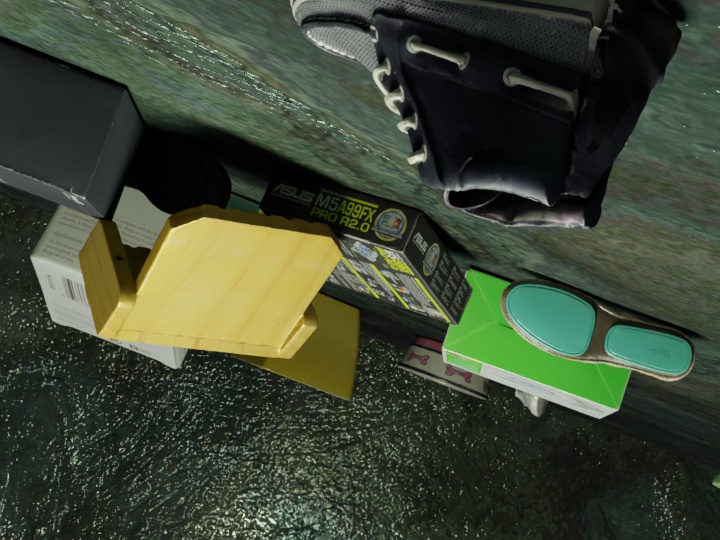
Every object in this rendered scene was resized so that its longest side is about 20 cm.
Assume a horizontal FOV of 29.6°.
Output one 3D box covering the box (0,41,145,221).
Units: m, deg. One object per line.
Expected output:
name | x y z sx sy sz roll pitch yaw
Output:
box | -0.303 -0.131 1.242 0.180 0.105 0.200 21 175 -3

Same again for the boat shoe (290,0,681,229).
boat shoe | 0.031 -0.076 0.573 0.199 0.094 0.074 15 172 46

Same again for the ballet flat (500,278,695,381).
ballet flat | 0.230 0.062 1.344 0.198 0.069 0.067 22 -178 3

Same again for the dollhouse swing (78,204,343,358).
dollhouse swing | -0.137 -0.024 1.283 0.198 0.177 0.182 8 -147 -27

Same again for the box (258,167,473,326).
box | 0.010 -0.020 1.327 0.159 0.045 0.200 18 165 26

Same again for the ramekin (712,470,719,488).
ramekin | 0.636 0.307 2.032 0.198 0.099 0.200 20 174 2

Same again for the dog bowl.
dog bowl | 0.181 0.198 2.815 0.198 0.074 0.200 21 175 2

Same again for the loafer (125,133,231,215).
loafer | -0.181 -0.097 1.354 0.071 0.074 0.199 18 -174 -42

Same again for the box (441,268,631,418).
box | 0.196 0.082 1.510 0.198 0.098 0.177 19 172 6

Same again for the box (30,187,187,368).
box | -0.304 -0.009 1.823 0.197 0.173 0.200 20 154 7

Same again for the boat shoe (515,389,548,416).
boat shoe | 0.345 0.247 2.754 0.068 0.073 0.200 20 -177 13

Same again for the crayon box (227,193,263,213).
crayon box | -0.159 -0.018 1.693 0.050 0.128 0.200 20 176 0

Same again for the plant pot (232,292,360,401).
plant pot | -0.109 0.132 2.705 0.199 0.178 0.200 23 173 -23
